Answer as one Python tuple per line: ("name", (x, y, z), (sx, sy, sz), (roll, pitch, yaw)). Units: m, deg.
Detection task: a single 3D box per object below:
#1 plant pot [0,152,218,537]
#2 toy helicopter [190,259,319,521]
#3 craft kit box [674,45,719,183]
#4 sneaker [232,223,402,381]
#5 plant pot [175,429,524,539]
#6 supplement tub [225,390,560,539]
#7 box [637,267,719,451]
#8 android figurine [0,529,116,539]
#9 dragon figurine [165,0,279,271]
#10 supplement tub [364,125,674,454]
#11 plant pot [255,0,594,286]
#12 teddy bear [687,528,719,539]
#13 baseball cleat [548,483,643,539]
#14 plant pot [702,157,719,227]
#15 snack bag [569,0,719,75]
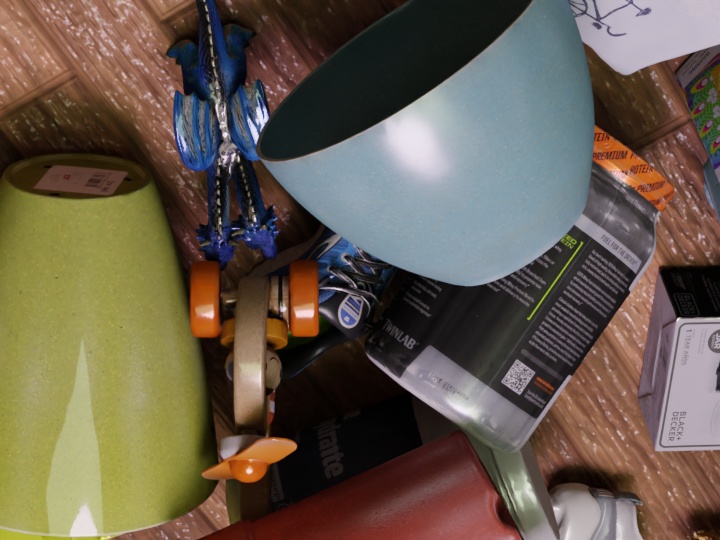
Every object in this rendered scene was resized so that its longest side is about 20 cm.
("plant pot", (-0.177, 0.035, 1.501), (0.186, 0.187, 0.201), (1, 110, -9))
("toy helicopter", (-0.064, 0.094, 1.485), (0.078, 0.133, 0.201), (-1, 137, -2))
("craft kit box", (0.285, -0.128, 1.424), (0.048, 0.198, 0.200), (30, 115, -27))
("sneaker", (0.000, 0.000, 1.538), (0.078, 0.089, 0.200), (32, 113, -27))
("plant pot", (0.015, 0.208, 1.473), (0.195, 0.201, 0.201), (-29, 124, 0))
("supplement tub", (0.021, 0.160, 1.621), (0.199, 0.141, 0.141), (-21, 125, 6))
("box", (0.298, 0.060, 1.641), (0.199, 0.060, 0.117), (-1, 125, -7))
("android figurine", (-0.207, 0.172, 1.578), (0.181, 0.200, 0.041), (-20, 84, 5))
("dragon figurine", (-0.085, -0.097, 1.452), (0.059, 0.100, 0.201), (-9, 125, -2))
("supplement tub", (0.103, 0.004, 1.509), (0.122, 0.122, 0.200), (36, 90, -28))
("plant pot", (0.059, -0.072, 1.393), (0.200, 0.200, 0.135), (-31, 109, 13))
("teddy bear", (0.330, 0.203, 1.718), (0.199, 0.067, 0.146), (-8, 81, 2))
("baseball cleat", (0.151, 0.243, 1.742), (0.106, 0.070, 0.201), (8, 126, -19))
("plant pot", (0.331, -0.029, 1.508), (0.199, 0.197, 0.196), (-22, 125, 12))
("snack bag", (0.140, -0.182, 1.400), (0.200, 0.021, 0.188), (36, 155, -24))
